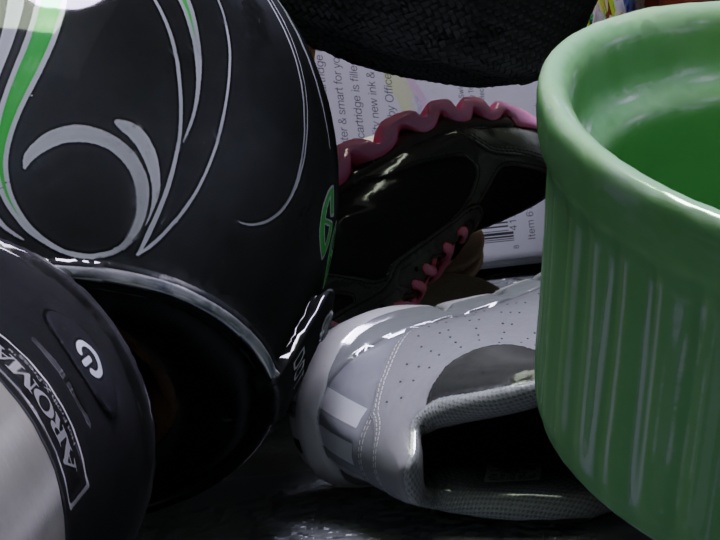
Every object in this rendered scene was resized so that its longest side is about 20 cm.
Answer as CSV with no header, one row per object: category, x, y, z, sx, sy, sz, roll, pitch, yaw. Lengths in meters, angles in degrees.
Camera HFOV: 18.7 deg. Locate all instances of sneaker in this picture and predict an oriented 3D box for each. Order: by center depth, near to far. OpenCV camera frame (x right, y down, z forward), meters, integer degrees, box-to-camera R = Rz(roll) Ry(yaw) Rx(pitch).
sneaker,0.086,0.035,0.688,0.199,0.075,0.115,-21,19,-18
sneaker,0.000,0.000,0.838,0.199,0.096,0.079,-20,-25,-24

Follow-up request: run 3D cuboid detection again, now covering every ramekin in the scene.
ramekin,0.139,0.006,0.576,0.199,0.098,0.200,5,25,-2

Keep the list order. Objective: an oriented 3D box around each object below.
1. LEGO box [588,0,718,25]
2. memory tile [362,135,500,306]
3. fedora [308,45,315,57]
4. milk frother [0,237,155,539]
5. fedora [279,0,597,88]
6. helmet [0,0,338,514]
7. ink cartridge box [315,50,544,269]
LEGO box,0.132,-0.093,0.900,0.077,0.149,0.200,1,34,-5
memory tile,-0.045,0.002,0.889,0.199,0.017,0.154,-7,39,-12
fedora,-0.076,-0.097,0.835,0.200,0.202,0.082,-16,14,-42
milk frother,-0.173,0.074,0.512,0.200,0.180,0.188,-49,1,13
fedora,0.014,-0.118,0.759,0.200,0.092,0.201,16,0,0
helmet,-0.107,-0.033,0.700,0.199,0.200,0.191,-6,53,1
ink cartridge box,0.020,-0.073,1.067,0.199,0.146,0.083,-6,7,3
